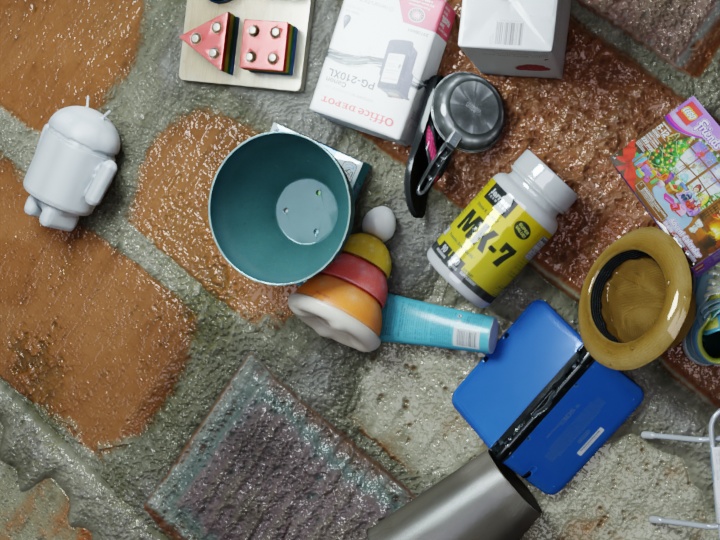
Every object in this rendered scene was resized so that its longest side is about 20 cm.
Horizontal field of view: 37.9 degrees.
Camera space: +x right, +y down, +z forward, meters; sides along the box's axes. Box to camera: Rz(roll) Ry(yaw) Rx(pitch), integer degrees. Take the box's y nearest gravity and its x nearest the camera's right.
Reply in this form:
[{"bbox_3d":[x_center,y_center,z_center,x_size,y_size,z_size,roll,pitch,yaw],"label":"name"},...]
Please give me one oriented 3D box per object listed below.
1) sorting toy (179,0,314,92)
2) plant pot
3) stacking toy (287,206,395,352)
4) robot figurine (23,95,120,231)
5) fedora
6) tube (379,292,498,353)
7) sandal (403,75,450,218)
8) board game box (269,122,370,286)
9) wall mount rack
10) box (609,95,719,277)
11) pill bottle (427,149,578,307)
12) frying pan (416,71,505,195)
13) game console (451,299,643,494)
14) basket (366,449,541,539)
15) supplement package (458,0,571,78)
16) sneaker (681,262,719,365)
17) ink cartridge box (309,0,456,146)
[{"bbox_3d":[-0.174,-0.375,1.538,0.196,0.070,0.203,8,94,15],"label":"sorting toy"},{"bbox_3d":[-0.092,-0.083,1.439,0.198,0.135,0.203,0,92,14],"label":"plant pot"},{"bbox_3d":[0.000,0.000,1.481,0.145,0.146,0.201,25,77,13],"label":"stacking toy"},{"bbox_3d":[-0.437,-0.163,1.591,0.169,0.113,0.202,31,99,27],"label":"robot figurine"},{"bbox_3d":[0.369,0.044,1.354,0.081,0.200,0.202,21,99,-28],"label":"fedora"},{"bbox_3d":[0.095,0.077,1.489,0.198,0.050,0.078,9,81,21],"label":"tube"},{"bbox_3d":[0.102,-0.172,1.464,0.045,0.075,0.203,13,92,22],"label":"sandal"},{"bbox_3d":[-0.094,-0.093,1.534,0.150,0.047,0.202,25,97,14],"label":"board game box"},{"bbox_3d":[0.465,0.275,1.381,0.172,0.075,0.203,-5,90,12],"label":"wall mount rack"},{"bbox_3d":[0.432,-0.111,1.355,0.136,0.039,0.201,-36,57,12],"label":"box"},{"bbox_3d":[0.194,-0.058,1.423,0.114,0.114,0.200,43,101,10],"label":"pill bottle"},{"bbox_3d":[0.124,-0.200,1.434,0.189,0.031,0.116,-36,94,-22],"label":"frying pan"},{"bbox_3d":[0.258,0.177,1.459,0.170,0.119,0.200,36,102,-20],"label":"game console"},{"bbox_3d":[0.139,0.355,1.437,0.200,0.136,0.180,-42,109,6],"label":"basket"},{"bbox_3d":[0.206,-0.328,1.368,0.120,0.200,0.121,6,92,15],"label":"supplement package"},{"bbox_3d":[0.467,0.028,1.338,0.079,0.131,0.203,6,93,7],"label":"sneaker"},{"bbox_3d":[0.031,-0.294,1.476,0.143,0.084,0.202,20,96,14],"label":"ink cartridge box"}]
